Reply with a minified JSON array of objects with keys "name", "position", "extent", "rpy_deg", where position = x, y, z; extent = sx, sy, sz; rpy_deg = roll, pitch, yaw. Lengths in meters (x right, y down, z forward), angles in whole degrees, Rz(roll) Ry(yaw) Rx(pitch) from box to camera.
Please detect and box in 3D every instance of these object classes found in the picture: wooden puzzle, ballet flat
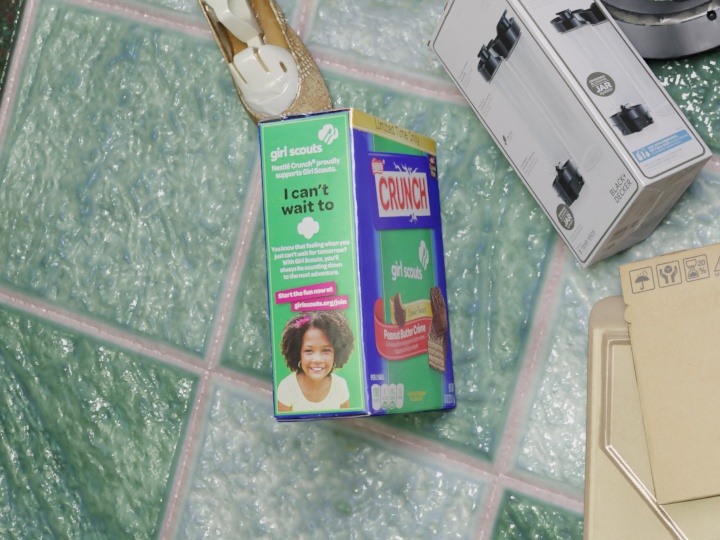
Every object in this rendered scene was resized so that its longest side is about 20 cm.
[{"name":"wooden puzzle","position":[0.238,0.117,1.150],"extent":[0.185,0.037,0.200],"rpy_deg":[1,83,26]},{"name":"ballet flat","position":[-0.083,-0.170,1.303],"extent":[0.071,0.065,0.200],"rpy_deg":[-33,74,21]}]

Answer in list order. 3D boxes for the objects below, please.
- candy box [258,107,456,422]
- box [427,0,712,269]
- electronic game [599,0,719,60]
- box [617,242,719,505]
[{"name":"candy box","position":[0.000,0.000,1.196],"extent":[0.077,0.169,0.200],"rpy_deg":[-7,85,22]},{"name":"box","position":[0.134,-0.116,1.163],"extent":[0.200,0.060,0.117],"rpy_deg":[56,153,18]},{"name":"electronic game","position":[0.206,-0.239,1.174],"extent":[0.200,0.042,0.200],"rpy_deg":[-3,82,20]},{"name":"box","position":[0.271,0.054,1.108],"extent":[0.200,0.021,0.164],"rpy_deg":[-13,74,23]}]
